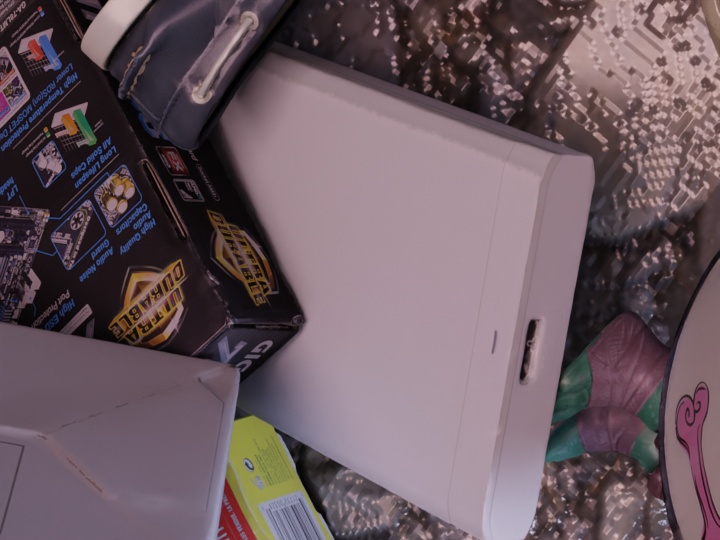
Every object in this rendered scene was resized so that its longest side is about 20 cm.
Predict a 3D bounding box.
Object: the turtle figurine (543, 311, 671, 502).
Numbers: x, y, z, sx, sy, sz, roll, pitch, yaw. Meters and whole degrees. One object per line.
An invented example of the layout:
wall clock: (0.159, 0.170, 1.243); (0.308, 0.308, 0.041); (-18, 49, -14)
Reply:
turtle figurine: (0.149, 0.102, 0.953); (0.200, 0.101, 0.150); (42, 153, 16)

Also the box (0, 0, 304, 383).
box: (-0.138, -0.003, 1.063); (0.200, 0.050, 0.199); (-43, 65, 29)

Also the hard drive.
hard drive: (0.000, 0.000, 0.995); (0.200, 0.026, 0.133); (24, 109, 50)

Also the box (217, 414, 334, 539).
box: (-0.105, 0.133, 1.099); (0.200, 0.050, 0.076); (-30, 82, 25)

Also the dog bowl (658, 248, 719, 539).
dog bowl: (0.194, 0.047, 0.847); (0.199, 0.074, 0.201); (2, 74, -6)

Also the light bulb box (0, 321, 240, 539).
light bulb box: (-0.155, 0.127, 0.974); (0.197, 0.125, 0.201); (11, 124, -2)

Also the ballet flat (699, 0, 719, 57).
ballet flat: (0.179, -0.030, 0.940); (0.069, 0.069, 0.200); (-38, 80, 25)

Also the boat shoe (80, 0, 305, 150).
boat shoe: (-0.009, -0.127, 0.990); (0.200, 0.075, 0.062); (-44, 88, -4)
